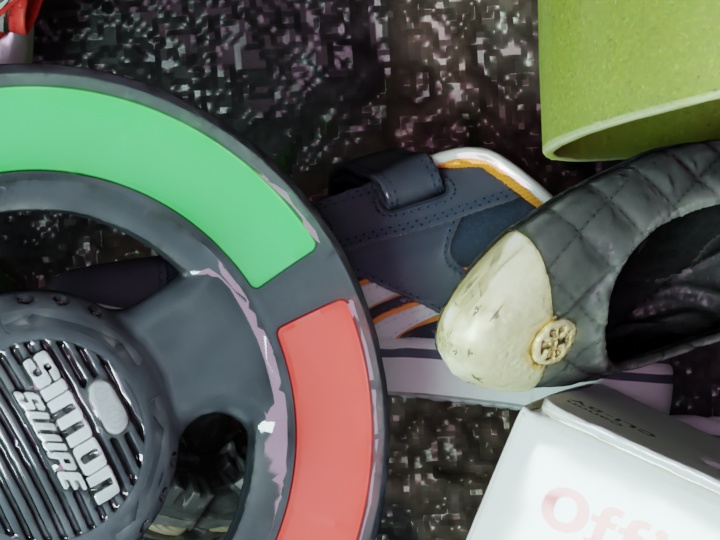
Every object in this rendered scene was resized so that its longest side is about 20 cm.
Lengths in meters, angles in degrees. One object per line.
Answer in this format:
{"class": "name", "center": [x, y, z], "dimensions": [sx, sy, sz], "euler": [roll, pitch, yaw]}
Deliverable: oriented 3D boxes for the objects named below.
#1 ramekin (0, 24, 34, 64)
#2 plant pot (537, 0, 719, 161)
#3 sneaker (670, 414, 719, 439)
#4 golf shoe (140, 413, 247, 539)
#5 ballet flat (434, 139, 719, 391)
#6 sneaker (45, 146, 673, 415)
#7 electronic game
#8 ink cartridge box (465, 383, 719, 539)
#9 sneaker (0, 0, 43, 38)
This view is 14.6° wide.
{"class": "ramekin", "center": [-0.190, -0.078, 0.847], "dimensions": [0.202, 0.094, 0.203], "euler": [1, 101, 5]}
{"class": "plant pot", "center": [0.127, -0.145, 0.777], "dimensions": [0.187, 0.187, 0.200], "euler": [-9, 87, 6]}
{"class": "sneaker", "center": [0.129, 0.089, 0.851], "dimensions": [0.200, 0.082, 0.075], "euler": [-6, 108, 6]}
{"class": "golf shoe", "center": [-0.121, 0.069, 0.833], "dimensions": [0.094, 0.200, 0.078], "euler": [-46, 49, 28]}
{"class": "ballet flat", "center": [0.113, -0.003, 0.809], "dimensions": [0.200, 0.057, 0.067], "euler": [-14, 135, -24]}
{"class": "sneaker", "center": [0.000, 0.000, 0.842], "dimensions": [0.200, 0.078, 0.079], "euler": [5, 89, -21]}
{"class": "electronic game", "center": [-0.087, 0.045, 0.748], "dimensions": [0.200, 0.042, 0.200], "euler": [1, 88, -20]}
{"class": "ink cartridge box", "center": [0.083, 0.150, 0.790], "dimensions": [0.145, 0.083, 0.200], "euler": [25, 100, 14]}
{"class": "sneaker", "center": [-0.152, -0.103, 0.757], "dimensions": [0.201, 0.067, 0.108], "euler": [-12, 95, 3]}
